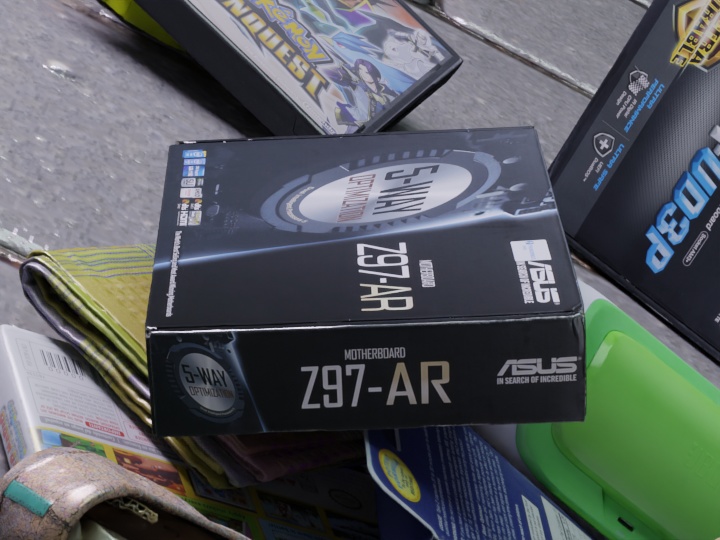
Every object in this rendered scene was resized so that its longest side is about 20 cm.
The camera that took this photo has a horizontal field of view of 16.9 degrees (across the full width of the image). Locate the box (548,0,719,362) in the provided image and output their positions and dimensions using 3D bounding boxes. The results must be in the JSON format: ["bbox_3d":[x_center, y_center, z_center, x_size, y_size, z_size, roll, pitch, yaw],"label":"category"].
[{"bbox_3d":[0.211,-0.072,1.394,0.159,0.201,0.046,39,20,20],"label":"box"}]

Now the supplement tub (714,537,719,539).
[{"bbox_3d":[0.153,0.159,0.842,0.199,0.145,0.144,-20,51,-40],"label":"supplement tub"}]

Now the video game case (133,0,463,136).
[{"bbox_3d":[-0.050,-0.155,1.378,0.200,0.026,0.181,43,32,3],"label":"video game case"}]

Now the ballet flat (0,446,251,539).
[{"bbox_3d":[-0.033,0.123,0.795,0.199,0.068,0.067,29,-10,-23],"label":"ballet flat"}]

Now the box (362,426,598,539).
[{"bbox_3d":[0.061,0.118,0.939,0.200,0.032,0.121,43,16,-20],"label":"box"}]

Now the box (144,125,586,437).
[{"bbox_3d":[0.000,0.000,0.949,0.159,0.044,0.200,-2,23,0],"label":"box"}]

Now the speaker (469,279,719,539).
[{"bbox_3d":[0.128,0.086,1.029,0.200,0.089,0.089,39,20,-11],"label":"speaker"}]

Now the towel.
[{"bbox_3d":[-0.041,0.037,1.011,0.144,0.023,0.200,41,22,25],"label":"towel"}]

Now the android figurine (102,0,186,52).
[{"bbox_3d":[-0.098,-0.175,1.440,0.181,0.041,0.200,31,20,1],"label":"android figurine"}]

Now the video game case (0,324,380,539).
[{"bbox_3d":[-0.040,0.103,0.925,0.199,0.023,0.182,19,24,-29],"label":"video game case"}]
